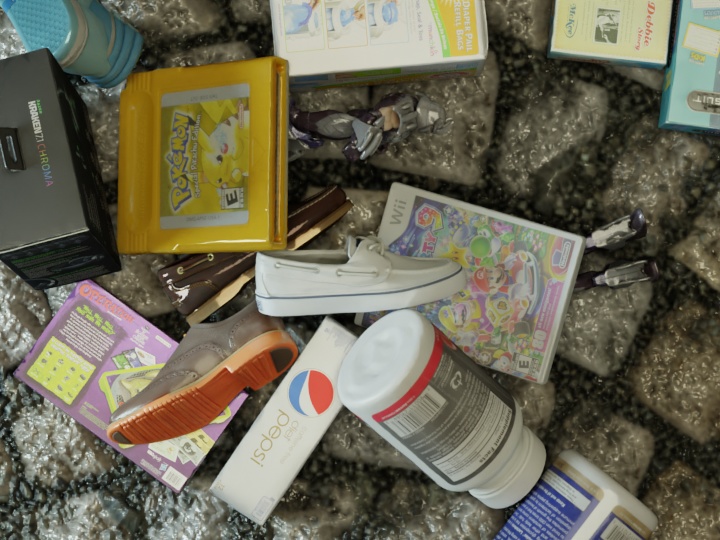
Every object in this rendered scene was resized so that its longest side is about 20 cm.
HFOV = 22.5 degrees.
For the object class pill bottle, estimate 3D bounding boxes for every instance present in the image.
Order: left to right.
[{"bbox_3d":[0.081,0.135,1.688,0.200,0.111,0.111,42,88,-28],"label":"pill bottle"},{"bbox_3d":[0.179,0.279,1.709,0.115,0.116,0.200,39,88,1],"label":"pill bottle"}]

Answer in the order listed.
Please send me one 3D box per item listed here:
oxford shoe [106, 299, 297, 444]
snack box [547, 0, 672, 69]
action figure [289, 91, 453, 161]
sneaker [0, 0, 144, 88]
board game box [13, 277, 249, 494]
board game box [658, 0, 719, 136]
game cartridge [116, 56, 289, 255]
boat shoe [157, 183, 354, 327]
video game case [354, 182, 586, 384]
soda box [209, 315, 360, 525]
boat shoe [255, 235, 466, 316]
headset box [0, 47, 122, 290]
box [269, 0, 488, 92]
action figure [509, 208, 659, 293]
[{"bbox_3d":[-0.157,0.099,1.722,0.199,0.071,0.073,-29,59,2],"label":"oxford shoe"},{"bbox_3d":[0.250,-0.303,1.768,0.115,0.037,0.202,6,88,0],"label":"snack box"},{"bbox_3d":[-0.007,-0.136,1.713,0.198,0.130,0.070,-1,91,16],"label":"action figure"},{"bbox_3d":[-0.279,-0.249,1.748,0.079,0.130,0.201,-40,53,20],"label":"sneaker"},{"bbox_3d":[-0.221,0.110,1.755,0.199,0.032,0.120,36,91,1],"label":"board game box"},{"bbox_3d":[0.378,-0.230,1.762,0.150,0.047,0.202,8,88,0],"label":"board game box"},{"bbox_3d":[-0.152,-0.105,1.705,0.199,0.032,0.178,-2,86,36],"label":"game cartridge"},{"bbox_3d":[-0.102,-0.028,1.739,0.199,0.070,0.071,-35,91,-2],"label":"boat shoe"},{"bbox_3d":[0.103,0.011,1.726,0.199,0.018,0.144,17,95,21],"label":"video game case"},{"bbox_3d":[-0.063,0.143,1.735,0.063,0.068,0.201,35,88,0],"label":"soda box"},{"bbox_3d":[0.000,0.000,1.686,0.198,0.074,0.066,-7,105,-7],"label":"boat shoe"},{"bbox_3d":[-0.294,-0.090,1.663,0.092,0.200,0.176,-14,80,-1],"label":"headset box"},{"bbox_3d":[0.018,-0.234,1.726,0.198,0.112,0.102,-5,88,1],"label":"box"},{"bbox_3d":[0.183,0.002,1.743,0.198,0.069,0.131,-18,93,2],"label":"action figure"}]
